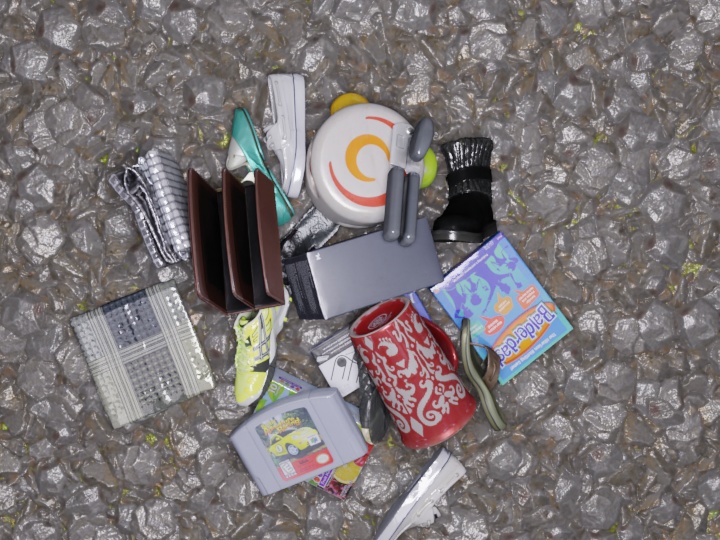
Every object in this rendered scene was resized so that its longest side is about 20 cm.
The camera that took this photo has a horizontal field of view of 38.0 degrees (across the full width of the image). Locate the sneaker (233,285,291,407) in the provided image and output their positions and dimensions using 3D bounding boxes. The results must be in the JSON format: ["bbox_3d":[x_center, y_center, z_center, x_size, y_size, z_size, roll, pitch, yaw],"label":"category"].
[{"bbox_3d":[-0.173,0.112,1.649,0.076,0.075,0.203,19,80,-44],"label":"sneaker"}]

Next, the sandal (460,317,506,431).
[{"bbox_3d":[0.203,0.161,1.668,0.057,0.080,0.203,-19,111,14],"label":"sandal"}]

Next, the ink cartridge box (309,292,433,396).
[{"bbox_3d":[0.024,0.118,1.714,0.198,0.044,0.095,-32,95,1],"label":"ink cartridge box"}]

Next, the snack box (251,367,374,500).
[{"bbox_3d":[-0.081,0.266,1.699,0.198,0.053,0.144,26,110,-2],"label":"snack box"}]

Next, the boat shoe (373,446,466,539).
[{"bbox_3d":[0.100,0.390,1.722,0.070,0.071,0.201,38,85,0],"label":"boat shoe"}]

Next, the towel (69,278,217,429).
[{"bbox_3d":[-0.355,0.138,1.719,0.190,0.035,0.203,-21,91,-3],"label":"towel"}]

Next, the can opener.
[{"bbox_3d":[0.067,-0.135,1.539,0.052,0.066,0.203,16,67,-19],"label":"can opener"}]

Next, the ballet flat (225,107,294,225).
[{"bbox_3d":[-0.176,-0.160,1.680,0.070,0.067,0.202,-26,95,-11],"label":"ballet flat"}]

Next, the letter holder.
[{"bbox_3d":[-0.188,-0.052,1.568,0.099,0.142,0.203,-10,73,12],"label":"letter holder"}]

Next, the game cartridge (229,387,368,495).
[{"bbox_3d":[-0.103,0.266,1.655,0.198,0.041,0.134,-25,101,16],"label":"game cartridge"}]

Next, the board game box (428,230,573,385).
[{"bbox_3d":[0.229,0.061,1.714,0.152,0.045,0.201,-39,95,1],"label":"board game box"}]

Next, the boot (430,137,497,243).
[{"bbox_3d":[0.157,-0.126,1.631,0.078,0.211,0.161,-1,99,20],"label":"boot"}]

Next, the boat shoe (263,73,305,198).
[{"bbox_3d":[-0.124,-0.216,1.672,0.064,0.074,0.203,2,77,-14],"label":"boat shoe"}]

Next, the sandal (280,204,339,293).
[{"bbox_3d":[-0.109,-0.028,1.701,0.075,0.048,0.201,37,93,-2],"label":"sandal"}]

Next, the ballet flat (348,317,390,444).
[{"bbox_3d":[0.015,0.173,1.658,0.056,0.066,0.203,-10,77,35],"label":"ballet flat"}]

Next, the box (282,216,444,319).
[{"bbox_3d":[0.000,0.000,1.614,0.197,0.182,0.106,-17,91,-15],"label":"box"}]

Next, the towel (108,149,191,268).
[{"bbox_3d":[-0.308,-0.089,1.618,0.084,0.200,0.168,-21,93,1],"label":"towel"}]

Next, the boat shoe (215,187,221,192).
[{"bbox_3d":[-0.206,-0.035,1.679,0.072,0.063,0.203,-17,88,22],"label":"boat shoe"}]

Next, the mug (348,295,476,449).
[{"bbox_3d":[0.074,0.144,1.614,0.132,0.178,0.202,-28,108,10],"label":"mug"}]

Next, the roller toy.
[{"bbox_3d":[0.000,-0.163,1.650,0.200,0.140,0.183,42,81,-6],"label":"roller toy"}]
